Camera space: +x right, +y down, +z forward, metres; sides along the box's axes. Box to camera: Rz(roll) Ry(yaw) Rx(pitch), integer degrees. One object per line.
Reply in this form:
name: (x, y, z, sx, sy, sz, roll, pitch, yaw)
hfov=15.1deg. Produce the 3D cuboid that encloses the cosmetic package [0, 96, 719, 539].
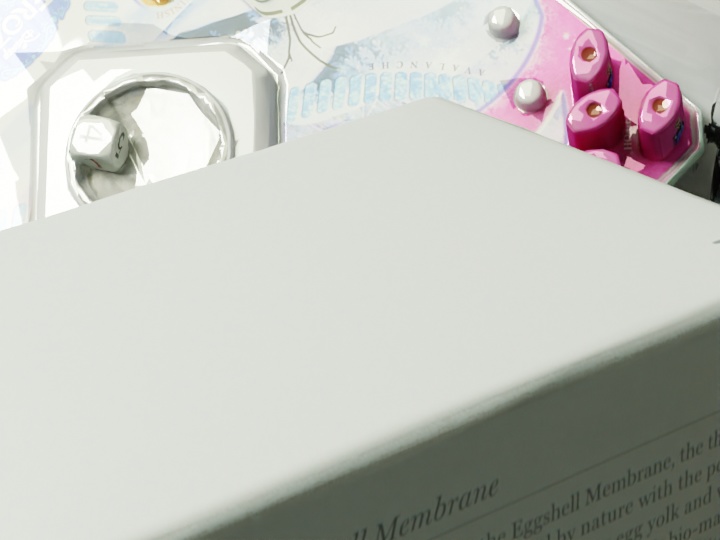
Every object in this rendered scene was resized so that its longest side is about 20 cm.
cosmetic package: (-0.020, 0.093, 0.531, 0.199, 0.200, 0.123, -19, 32, -38)

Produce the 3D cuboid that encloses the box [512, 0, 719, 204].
box: (0.073, -0.069, 0.701, 0.200, 0.117, 0.060, 30, 37, 29)

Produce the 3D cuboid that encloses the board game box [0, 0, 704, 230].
board game box: (-0.052, -0.029, 0.672, 0.200, 0.026, 0.200, 42, 84, 19)
